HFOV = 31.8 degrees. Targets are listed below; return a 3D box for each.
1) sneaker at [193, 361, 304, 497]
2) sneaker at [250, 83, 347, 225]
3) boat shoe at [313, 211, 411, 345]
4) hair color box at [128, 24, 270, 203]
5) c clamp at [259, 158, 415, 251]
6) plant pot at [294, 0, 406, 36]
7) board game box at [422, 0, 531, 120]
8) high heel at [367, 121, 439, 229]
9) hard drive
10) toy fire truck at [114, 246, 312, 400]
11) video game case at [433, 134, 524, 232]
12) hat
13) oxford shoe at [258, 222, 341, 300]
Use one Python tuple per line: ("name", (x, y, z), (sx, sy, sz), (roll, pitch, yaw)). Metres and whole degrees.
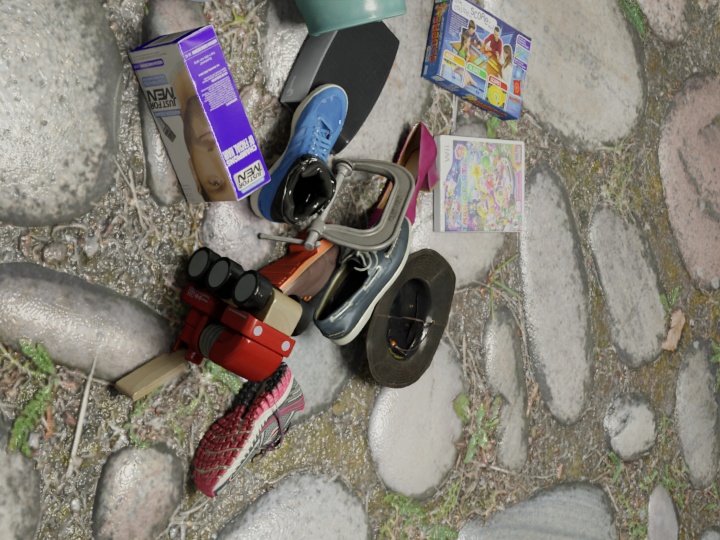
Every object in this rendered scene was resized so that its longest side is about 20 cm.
("sneaker", (-0.135, 0.211, 1.614), (0.201, 0.080, 0.075), (-52, 125, -31))
("sneaker", (-0.057, -0.146, 1.631), (0.077, 0.111, 0.201), (40, 79, -35))
("boat shoe", (0.000, 0.000, 1.684), (0.201, 0.074, 0.062), (-56, 137, -11))
("hair color box", (-0.194, -0.185, 1.529), (0.065, 0.108, 0.202), (-37, 115, -36))
("c clamp", (-0.019, -0.092, 1.699), (0.027, 0.168, 0.201), (90, 22, -45))
("plant pot", (-0.023, -0.407, 1.623), (0.198, 0.198, 0.191), (-21, 104, -41))
("board game box", (0.181, -0.327, 1.937), (0.198, 0.034, 0.138), (20, 76, -42))
("high heel", (0.056, -0.124, 1.792), (0.200, 0.067, 0.097), (-46, 130, -39))
("hard drive", (-0.021, -0.275, 1.739), (0.135, 0.042, 0.202), (43, 63, -35))
("toy fire truck", (-0.182, 0.087, 1.515), (0.128, 0.175, 0.202), (31, 85, -40))
("video game case", (0.186, -0.132, 1.958), (0.198, 0.018, 0.146), (-2, 92, -44))
("hat", (0.049, 0.059, 1.784), (0.199, 0.080, 0.204), (-23, 123, -42))
("oxford shoe", (-0.086, 0.019, 1.666), (0.200, 0.070, 0.073), (-43, 124, -35))
